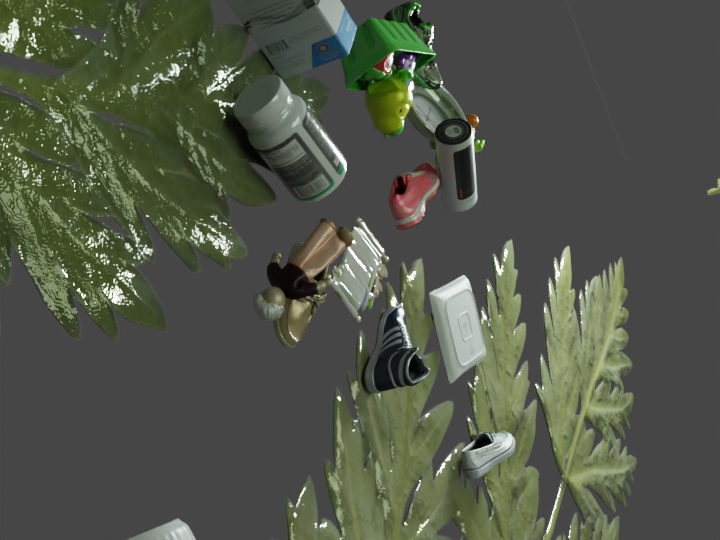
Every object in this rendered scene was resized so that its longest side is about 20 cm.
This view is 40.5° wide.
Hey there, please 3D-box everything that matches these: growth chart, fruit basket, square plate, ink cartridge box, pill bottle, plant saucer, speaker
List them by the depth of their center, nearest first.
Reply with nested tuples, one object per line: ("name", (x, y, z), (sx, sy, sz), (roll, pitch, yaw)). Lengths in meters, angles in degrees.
("pill bottle", (-0.116, -0.216, 1.607), (0.200, 0.112, 0.114), (52, 40, -38))
("ink cartridge box", (-0.119, -0.441, 1.642), (0.201, 0.143, 0.084), (52, 39, -37))
("growth chart", (0.000, 0.000, 1.824), (0.146, 0.018, 0.201), (59, 36, -31))
("fruit basket", (0.060, -0.381, 1.941), (0.215, 0.155, 0.218), (36, 37, -33))
("speaker", (0.202, -0.219, 2.055), (0.201, 0.080, 0.082), (78, 22, -49))
("plant saucer", (0.152, -0.340, 2.121), (0.199, 0.050, 0.202), (30, 41, -30))
("square plate", (0.221, 0.124, 2.143), (0.199, 0.028, 0.201), (-22, 99, -59))

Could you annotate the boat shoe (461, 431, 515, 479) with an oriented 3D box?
("boat shoe", (0.279, 0.381, 2.111), (0.199, 0.073, 0.068), (-27, 106, -58))

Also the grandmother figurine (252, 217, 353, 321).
("grandmother figurine", (-0.102, 0.002, 1.565), (0.200, 0.120, 0.061), (-50, 138, -25))

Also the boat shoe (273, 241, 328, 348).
("boat shoe", (-0.092, 0.034, 1.612), (0.072, 0.064, 0.202), (49, 42, -40))

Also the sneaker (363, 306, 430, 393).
("sneaker", (0.082, 0.143, 1.826), (0.070, 0.107, 0.201), (56, 37, -33))

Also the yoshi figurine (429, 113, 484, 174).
("yoshi figurine", (0.210, -0.280, 2.188), (0.112, 0.111, 0.202), (40, 49, -34))

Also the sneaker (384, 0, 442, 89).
("sneaker", (0.125, -0.480, 2.087), (0.078, 0.085, 0.202), (-24, 89, -56))

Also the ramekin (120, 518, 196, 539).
("ramekin", (-0.266, 0.355, 1.105), (0.201, 0.201, 0.095), (-7, 73, -59))

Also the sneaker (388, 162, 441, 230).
("sneaker", (0.109, -0.175, 2.008), (0.087, 0.073, 0.201), (58, 37, -29))
